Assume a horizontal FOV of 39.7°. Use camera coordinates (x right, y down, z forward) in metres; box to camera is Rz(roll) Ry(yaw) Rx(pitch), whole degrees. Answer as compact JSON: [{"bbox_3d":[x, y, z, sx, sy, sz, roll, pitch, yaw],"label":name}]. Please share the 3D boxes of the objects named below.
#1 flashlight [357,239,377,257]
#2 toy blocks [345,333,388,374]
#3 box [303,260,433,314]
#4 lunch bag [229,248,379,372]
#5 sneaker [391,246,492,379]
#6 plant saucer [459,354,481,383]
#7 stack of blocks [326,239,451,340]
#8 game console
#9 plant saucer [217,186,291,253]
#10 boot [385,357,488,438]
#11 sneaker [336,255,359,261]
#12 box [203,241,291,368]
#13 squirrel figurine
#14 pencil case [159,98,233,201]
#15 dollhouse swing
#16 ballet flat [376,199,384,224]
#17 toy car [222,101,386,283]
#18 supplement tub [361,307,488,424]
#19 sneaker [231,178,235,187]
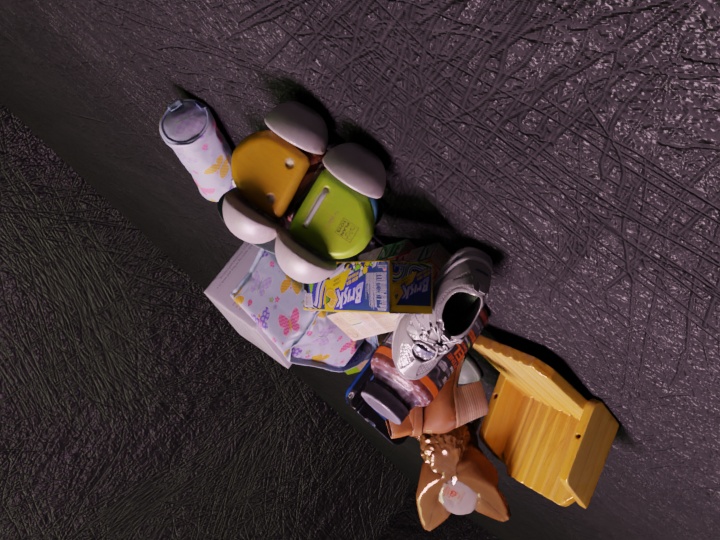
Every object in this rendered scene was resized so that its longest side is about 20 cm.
[{"bbox_3d":[0.000,0.000,1.579,0.200,0.067,0.069,105,149,-72],"label":"flashlight"},{"bbox_3d":[0.019,0.115,1.786,0.098,0.138,0.201,-15,142,16],"label":"toy blocks"},{"bbox_3d":[0.006,0.021,1.254,0.069,0.066,0.199,2,179,-34],"label":"box"},{"bbox_3d":[-0.072,0.060,1.540,0.170,0.128,0.199,44,-168,35],"label":"lunch bag"},{"bbox_3d":[0.094,0.065,1.221,0.074,0.202,0.083,21,-147,-11],"label":"sneaker"},{"bbox_3d":[0.122,0.146,1.760,0.199,0.050,0.200,36,167,9],"label":"plant saucer"},{"bbox_3d":[0.051,0.020,1.366,0.058,0.116,0.199,42,149,-21],"label":"stack of blocks"},{"bbox_3d":[0.078,0.162,1.582,0.118,0.201,0.171,36,170,8],"label":"game console"},{"bbox_3d":[-0.097,-0.082,1.374,0.198,0.039,0.202,16,-152,-9],"label":"plant saucer"},{"bbox_3d":[0.089,0.145,1.476,0.074,0.152,0.202,87,167,-56],"label":"boot"},{"bbox_3d":[-0.069,-0.049,1.464,0.200,0.077,0.092,43,165,53],"label":"sneaker"},{"bbox_3d":[-0.142,0.033,1.769,0.130,0.200,0.201,32,166,25],"label":"box"},{"bbox_3d":[0.148,0.282,1.587,0.187,0.139,0.202,-71,-39,-63],"label":"squirrel figurine"},{"bbox_3d":[-0.250,-0.188,1.581,0.090,0.083,0.201,39,169,25],"label":"pencil case"},{"bbox_3d":[0.235,0.217,1.446,0.174,0.184,0.199,22,179,-35],"label":"dollhouse swing"},{"bbox_3d":[-0.061,-0.112,1.338,0.199,0.073,0.073,36,167,17],"label":"ballet flat"},{"bbox_3d":[-0.059,-0.096,1.226,0.199,0.176,0.150,35,-164,11],"label":"toy car"},{"bbox_3d":[0.086,0.114,1.395,0.106,0.201,0.107,35,166,10],"label":"supplement tub"},{"bbox_3d":[-0.149,-0.103,1.579,0.090,0.078,0.200,42,169,13],"label":"sneaker"}]
